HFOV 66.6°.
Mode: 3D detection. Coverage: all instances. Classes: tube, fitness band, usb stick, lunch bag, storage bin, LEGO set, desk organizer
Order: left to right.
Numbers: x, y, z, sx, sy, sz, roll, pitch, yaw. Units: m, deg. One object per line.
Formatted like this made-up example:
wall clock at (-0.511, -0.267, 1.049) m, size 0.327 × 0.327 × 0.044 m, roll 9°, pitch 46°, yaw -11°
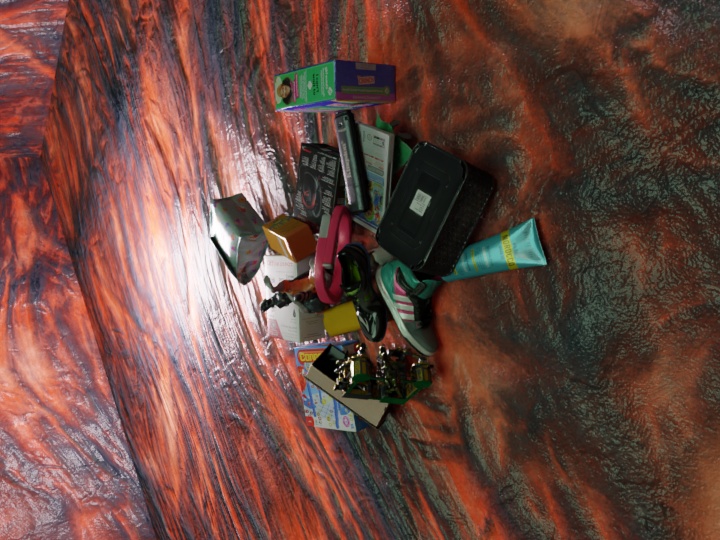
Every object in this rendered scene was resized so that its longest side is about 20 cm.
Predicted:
lunch bag at (-0.344, -0.080, 1.522) m, size 0.171 × 0.120 × 0.203 m, roll 49°, pitch 137°, yaw 27°
fitness band at (-0.051, -0.034, 1.123) m, size 0.036 × 0.144 × 0.205 m, roll 4°, pitch 70°, yaw 14°
usb stick at (-0.017, -0.215, 1.100) m, size 0.055 × 0.032 × 0.206 m, roll 2°, pitch 103°, yaw 58°
desk organizer at (-0.018, 0.249, 1.197) m, size 0.197 × 0.071 × 0.078 m, roll 32°, pitch 100°, yaw 16°
LEGO set at (0.042, 0.183, 1.094) m, size 0.155 × 0.194 × 0.118 m, roll 111°, pitch 160°, yaw -53°
storage bin at (0.129, -0.107, 0.976) m, size 0.135 × 0.092 × 0.204 m, roll 38°, pitch 110°, yaw 42°
tube at (0.227, -0.026, 0.960) m, size 0.197 × 0.050 × 0.079 m, roll -19°, pitch 89°, yaw 44°

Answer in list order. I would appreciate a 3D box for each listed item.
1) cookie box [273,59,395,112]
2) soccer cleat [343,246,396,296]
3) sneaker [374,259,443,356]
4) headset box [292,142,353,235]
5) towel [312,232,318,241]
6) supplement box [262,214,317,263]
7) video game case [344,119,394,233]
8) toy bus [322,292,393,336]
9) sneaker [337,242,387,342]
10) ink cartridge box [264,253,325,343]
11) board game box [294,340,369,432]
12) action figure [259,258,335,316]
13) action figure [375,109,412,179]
cookie box at (-0.054, -0.369, 1.112) m, size 0.197 × 0.169 × 0.078 m, roll 8°, pitch 106°, yaw 46°
soccer cleat at (0.000, 0.000, 1.186) m, size 0.199 × 0.076 × 0.071 m, roll -37°, pitch 71°, yaw 45°
sneaker at (0.122, 0.058, 1.065) m, size 0.120 × 0.083 × 0.203 m, roll -34°, pitch 85°, yaw 39°
headset box at (-0.079, -0.172, 1.243) m, size 0.147 × 0.074 × 0.205 m, roll 28°, pitch 117°, yaw 42°
towel at (-0.137, -0.001, 1.377) m, size 0.197 × 0.034 × 0.199 m, roll 11°, pitch 102°, yaw 48°
supplement box at (-0.166, -0.077, 1.267) m, size 0.199 × 0.066 × 0.070 m, roll 22°, pitch 141°, yaw 63°
video game case at (0.014, -0.188, 1.109) m, size 0.142 × 0.018 × 0.205 m, roll 34°, pitch 129°, yaw 46°
toy bus at (-0.013, 0.101, 1.211) m, size 0.197 × 0.077 × 0.067 m, roll -20°, pitch 83°, yaw 41°
sneaker at (-0.004, 0.047, 1.088) m, size 0.070 × 0.082 × 0.205 m, roll -16°, pitch 91°, yaw 35°
ink cartridge box at (-0.160, 0.060, 1.323) m, size 0.145 × 0.081 × 0.206 m, roll 1°, pitch 95°, yaw 48°
board game box at (-0.070, 0.277, 1.328) m, size 0.197 × 0.055 × 0.202 m, roll -12°, pitch 88°, yaw 48°
action figure at (-0.132, 0.058, 1.166) m, size 0.197 × 0.194 × 0.106 m, roll -32°, pitch 64°, yaw 6°
action figure at (0.037, -0.210, 1.126) m, size 0.119 × 0.054 × 0.201 m, roll 56°, pitch 139°, yaw 23°
